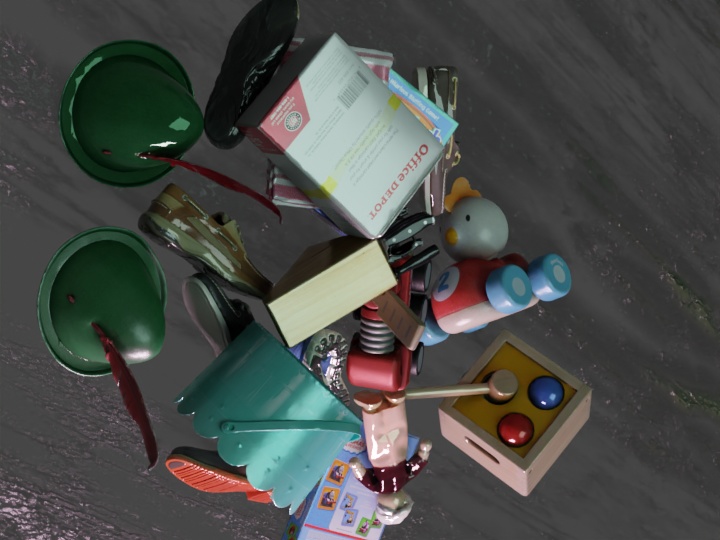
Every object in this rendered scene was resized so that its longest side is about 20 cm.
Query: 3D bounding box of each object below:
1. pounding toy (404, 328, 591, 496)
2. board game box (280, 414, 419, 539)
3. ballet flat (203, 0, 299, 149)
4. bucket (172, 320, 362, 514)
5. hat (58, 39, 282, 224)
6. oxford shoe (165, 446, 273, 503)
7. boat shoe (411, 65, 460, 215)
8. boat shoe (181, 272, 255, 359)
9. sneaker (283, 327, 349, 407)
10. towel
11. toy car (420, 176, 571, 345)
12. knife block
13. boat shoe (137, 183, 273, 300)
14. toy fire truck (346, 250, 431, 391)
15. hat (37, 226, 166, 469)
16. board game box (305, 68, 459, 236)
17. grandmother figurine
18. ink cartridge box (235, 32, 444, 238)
[{"bbox_3d":[0.192,0.190,1.937,0.184,0.199,0.143,-48,157,-18],"label":"pounding toy"},{"bbox_3d":[-0.013,0.303,1.886,0.151,0.036,0.202,24,89,-42],"label":"board game box"},{"bbox_3d":[-0.130,-0.237,1.616,0.201,0.066,0.057,-63,171,-4],"label":"ballet flat"},{"bbox_3d":[-0.103,0.166,1.588,0.135,0.207,0.207,-47,129,-3],"label":"bucket"},{"bbox_3d":[-0.199,-0.155,1.487,0.199,0.175,0.167,3,101,-40],"label":"hat"},{"bbox_3d":[-0.160,0.243,1.737,0.199,0.071,0.073,23,61,-39],"label":"oxford shoe"},{"bbox_3d":[0.102,-0.168,1.803,0.059,0.072,0.202,-6,105,-9],"label":"boat shoe"},{"bbox_3d":[-0.154,0.070,1.669,0.060,0.074,0.201,-41,129,-22],"label":"boat shoe"},{"bbox_3d":[-0.065,0.135,1.764,0.078,0.089,0.201,-21,136,-30],"label":"sneaker"},{"bbox_3d":[-0.035,-0.174,1.657,0.145,0.030,0.202,5,93,-19],"label":"towel"},{"bbox_3d":[0.149,-0.026,1.857,0.176,0.184,0.202,-14,82,-46],"label":"toy car"},{"bbox_3d":[0.000,0.000,1.621,0.064,0.174,0.200,62,34,-17],"label":"knife block"},{"bbox_3d":[-0.171,-0.033,1.623,0.200,0.075,0.074,39,74,-41],"label":"boat shoe"},{"bbox_3d":[0.036,0.075,1.731,0.200,0.127,0.178,-42,139,-70],"label":"toy fire truck"},{"bbox_3d":[-0.241,0.066,1.514,0.165,0.175,0.201,-33,122,-28],"label":"hat"},{"bbox_3d":[0.008,-0.146,1.713,0.152,0.045,0.201,35,83,-18],"label":"board game box"},{"bbox_3d":[0.040,0.254,1.858,0.120,0.061,0.202,-8,113,-10],"label":"grandmother figurine"},{"bbox_3d":[-0.022,-0.154,1.598,0.200,0.083,0.146,44,76,-23],"label":"ink cartridge box"}]
